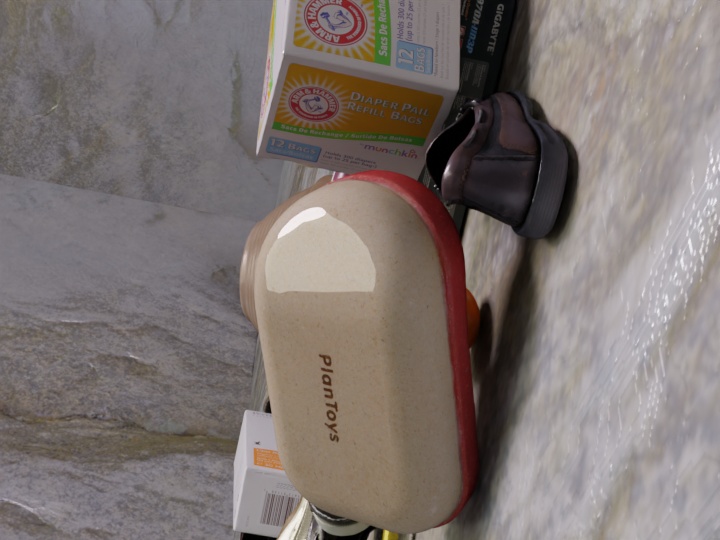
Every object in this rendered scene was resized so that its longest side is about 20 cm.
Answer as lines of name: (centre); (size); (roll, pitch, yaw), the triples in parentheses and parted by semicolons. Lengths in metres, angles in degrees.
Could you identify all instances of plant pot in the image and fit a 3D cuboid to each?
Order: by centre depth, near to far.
plant pot: (-0.059, 0.005, 1.169); (0.201, 0.091, 0.205); (7, -90, -76)

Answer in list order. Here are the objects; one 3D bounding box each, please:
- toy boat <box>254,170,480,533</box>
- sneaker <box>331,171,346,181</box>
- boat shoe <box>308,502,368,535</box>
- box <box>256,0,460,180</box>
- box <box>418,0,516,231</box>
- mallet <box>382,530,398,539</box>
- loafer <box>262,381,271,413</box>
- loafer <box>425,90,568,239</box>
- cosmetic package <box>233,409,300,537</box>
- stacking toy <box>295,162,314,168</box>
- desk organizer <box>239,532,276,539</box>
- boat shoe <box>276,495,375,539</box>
toy boat: (0.023, 0.040, 0.692); (0.130, 0.129, 0.203); (-27, -63, -47)
sneaker: (0.003, -0.004, 1.051); (0.090, 0.074, 0.204); (-104, 16, -78)
boat shoe: (-0.015, 0.095, 0.908); (0.061, 0.070, 0.203); (71, -168, -50)
box: (0.000, -0.171, 0.772); (0.102, 0.111, 0.203); (115, 161, -57)
box: (0.056, -0.119, 0.872); (0.159, 0.045, 0.203); (-102, 23, -70)
mallet: (0.021, 0.183, 0.803); (0.066, 0.040, 0.203); (113, 162, -73)
loafer: (-0.062, 0.111, 1.408); (0.201, 0.075, 0.069); (121, 161, -46)
loafer: (0.064, -0.067, 0.672); (0.200, 0.062, 0.073); (-111, 32, -76)
cosmetic package: (-0.085, 0.221, 1.308); (0.200, 0.100, 0.072); (-122, 44, -78)
stacking toy: (-0.063, -0.267, 1.896); (0.086, 0.084, 0.203); (115, 167, -64)
desk organizer: (-0.101, 0.332, 1.371); (0.202, 0.076, 0.072); (-89, 11, -49)
boat shoe: (-0.010, 0.180, 0.932); (0.064, 0.073, 0.203); (7, 68, 39)
